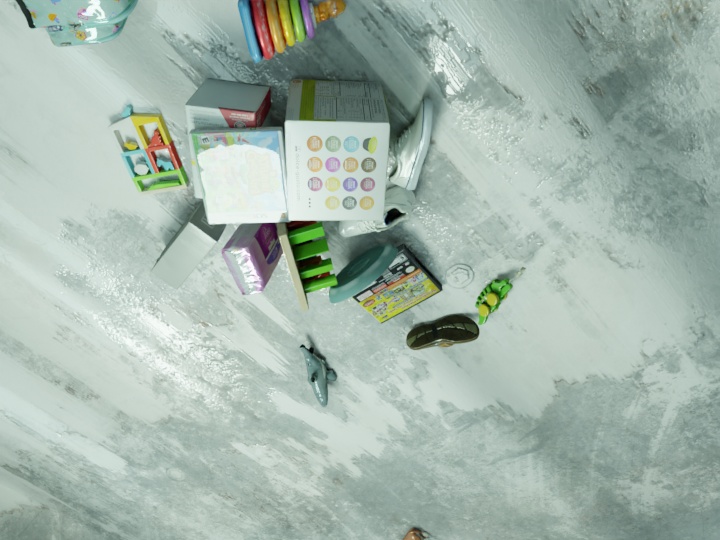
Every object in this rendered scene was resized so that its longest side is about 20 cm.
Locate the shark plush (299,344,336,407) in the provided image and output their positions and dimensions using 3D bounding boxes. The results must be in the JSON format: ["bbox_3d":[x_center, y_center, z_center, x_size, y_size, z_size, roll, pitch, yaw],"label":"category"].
[{"bbox_3d":[-0.120,0.287,1.579,0.087,0.084,0.205,0,126,7],"label":"shark plush"}]

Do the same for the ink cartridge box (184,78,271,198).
[{"bbox_3d":[-0.266,-0.265,1.163,0.140,0.147,0.205,6,128,0],"label":"ink cartridge box"}]

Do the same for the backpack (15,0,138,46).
[{"bbox_3d":[-0.495,-0.505,1.005,0.193,0.180,0.155,-5,143,10],"label":"backpack"}]

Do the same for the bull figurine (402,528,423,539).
[{"bbox_3d":[0.187,1.033,2.089,0.118,0.066,0.203,18,128,-11],"label":"bull figurine"}]

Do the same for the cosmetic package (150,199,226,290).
[{"bbox_3d":[-0.413,-0.060,1.353,0.089,0.108,0.200,34,124,-19],"label":"cosmetic package"}]

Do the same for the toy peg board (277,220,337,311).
[{"bbox_3d":[-0.122,-0.057,1.276,0.095,0.201,0.205,-14,125,-3],"label":"toy peg board"}]

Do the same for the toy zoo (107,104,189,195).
[{"bbox_3d":[-0.481,-0.271,1.262,0.127,0.021,0.205,-6,125,11],"label":"toy zoo"}]

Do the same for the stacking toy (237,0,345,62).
[{"bbox_3d":[-0.121,-0.467,1.042,0.193,0.117,0.113,-13,120,-1],"label":"stacking toy"}]

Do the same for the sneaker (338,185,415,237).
[{"bbox_3d":[0.031,-0.123,1.265,0.196,0.088,0.075,-24,122,24],"label":"sneaker"}]

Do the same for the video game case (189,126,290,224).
[{"bbox_3d":[-0.233,-0.184,1.114,0.175,0.022,0.205,-2,127,-1],"label":"video game case"}]

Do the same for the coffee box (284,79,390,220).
[{"bbox_3d":[-0.047,-0.239,1.108,0.190,0.203,0.205,0,127,-4],"label":"coffee box"}]

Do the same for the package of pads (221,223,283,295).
[{"bbox_3d":[-0.237,-0.053,1.278,0.073,0.202,0.123,-6,123,17],"label":"package of pads"}]

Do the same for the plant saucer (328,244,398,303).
[{"bbox_3d":[0.000,0.000,1.291,0.197,0.201,0.028,-31,105,25],"label":"plant saucer"}]

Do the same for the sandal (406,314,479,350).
[{"bbox_3d":[0.216,0.173,1.463,0.194,0.084,0.055,-18,139,17],"label":"sandal"}]

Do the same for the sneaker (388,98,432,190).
[{"bbox_3d":[0.103,-0.260,1.166,0.068,0.074,0.205,9,127,-4],"label":"sneaker"}]

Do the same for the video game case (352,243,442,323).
[{"bbox_3d":[0.077,0.038,1.392,0.197,0.026,0.180,-30,129,24],"label":"video game case"}]

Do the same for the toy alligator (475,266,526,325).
[{"bbox_3d":[0.332,0.050,1.376,0.054,0.058,0.203,45,129,24],"label":"toy alligator"}]
